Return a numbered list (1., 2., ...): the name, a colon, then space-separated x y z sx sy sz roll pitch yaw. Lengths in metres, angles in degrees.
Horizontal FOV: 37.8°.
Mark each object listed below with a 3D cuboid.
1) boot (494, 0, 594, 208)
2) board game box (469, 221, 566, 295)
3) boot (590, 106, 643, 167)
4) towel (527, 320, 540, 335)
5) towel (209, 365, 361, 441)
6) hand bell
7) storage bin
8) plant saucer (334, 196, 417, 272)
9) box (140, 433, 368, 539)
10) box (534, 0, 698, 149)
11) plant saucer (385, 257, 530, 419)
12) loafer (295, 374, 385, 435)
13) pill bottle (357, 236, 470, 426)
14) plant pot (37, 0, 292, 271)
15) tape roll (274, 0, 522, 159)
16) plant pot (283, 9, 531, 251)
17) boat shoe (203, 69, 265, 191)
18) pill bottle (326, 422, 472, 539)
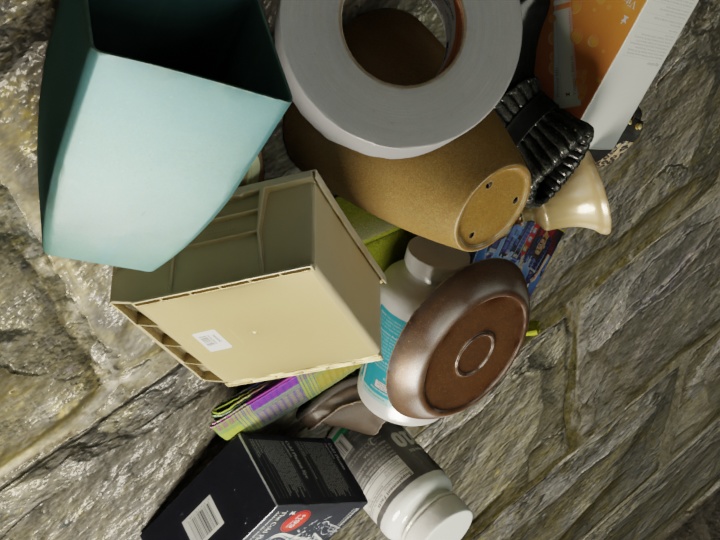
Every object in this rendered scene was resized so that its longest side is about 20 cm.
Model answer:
1. boot: 0.176 -0.187 1.068 0.079 0.158 0.212 -10 133 -42
2. board game box: 0.155 -0.019 1.283 0.199 0.061 0.201 19 101 -54
3. boot: 0.290 -0.203 1.257 0.150 0.073 0.201 3 127 -48
4. towel: 0.117 0.079 1.269 0.086 0.198 0.018 -24 109 -77
5. towel: -0.076 0.129 1.190 0.199 0.023 0.144 -31 164 -6
6. hand bell: 0.166 -0.060 1.166 0.198 0.105 0.104 -18 145 3
7. storage bin: -0.097 0.019 0.971 0.197 0.095 0.200 -11 150 15
8. plant saucer: 0.000 0.000 1.171 0.199 0.048 0.201 -23 140 -31
9. box: -0.126 0.300 1.268 0.200 0.104 0.181 -46 149 20
10. box: 0.250 -0.247 1.117 0.097 0.124 0.201 -4 129 -45
11. plant saucer: 0.112 0.081 1.106 0.199 0.032 0.202 -27 137 -27
12. loafer: 0.007 0.170 1.318 0.199 0.072 0.073 -11 161 -43
13. pill bottle: 0.065 0.064 1.159 0.110 0.111 0.202 -16 131 -38
14. plant pot: -0.166 -0.105 0.773 0.140 0.142 0.201 10 131 -30
15. tape roll: 0.029 -0.196 0.862 0.200 0.201 0.066 -41 -175 -7
16. plant pot: 0.060 -0.114 0.980 0.185 0.200 0.187 -29 142 -25
17. boat shoe: -0.126 -0.094 0.919 0.075 0.072 0.201 -20 140 -10
18. pill bottle: 0.048 0.280 1.382 0.113 0.200 0.114 -29 144 -24
